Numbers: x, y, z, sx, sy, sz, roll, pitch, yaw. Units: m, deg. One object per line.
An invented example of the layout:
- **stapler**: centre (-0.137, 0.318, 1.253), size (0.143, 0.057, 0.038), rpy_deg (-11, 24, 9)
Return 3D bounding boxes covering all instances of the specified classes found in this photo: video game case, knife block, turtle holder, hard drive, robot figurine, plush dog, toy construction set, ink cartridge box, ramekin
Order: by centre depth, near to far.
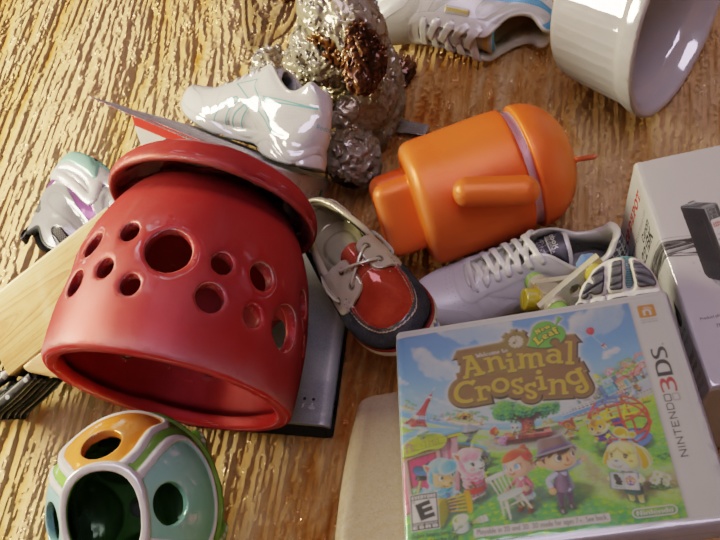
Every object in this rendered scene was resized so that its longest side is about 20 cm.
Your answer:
- **video game case**: centre (0.123, 0.099, 0.644), size (0.196, 0.022, 0.184), rpy_deg (-9, 44, 8)
- **turtle holder**: centre (-0.183, 0.205, 0.760), size (0.138, 0.132, 0.189), rpy_deg (14, 83, 5)
- **ink cartridge box**: centre (0.278, 0.024, 0.798), size (0.082, 0.145, 0.203), rpy_deg (-9, 60, 2)
- **toy construction set**: centre (0.115, 0.065, 0.808), size (0.196, 0.133, 0.093), rpy_deg (-12, 28, 10)
- **knife block**: centre (-0.294, 0.038, 0.875), size (0.172, 0.064, 0.204), rpy_deg (9, 85, 13)
- **robot figurine**: centre (0.109, -0.078, 0.884), size (0.196, 0.144, 0.118), rpy_deg (-20, 67, -1)
- **ink cartridge box**: centre (-0.136, -0.097, 0.894), size (0.159, 0.199, 0.051), rpy_deg (23, 99, 18)
- **hard drive**: centre (-0.079, 0.046, 0.897), size (0.136, 0.033, 0.204), rpy_deg (3, 61, 9)
- **ramekin**: centre (0.263, -0.258, 0.930), size (0.097, 0.202, 0.201), rpy_deg (28, 68, 29)
- **plush dog**: centre (-0.012, -0.206, 0.946), size (0.159, 0.173, 0.201), rpy_deg (-33, 61, -12)

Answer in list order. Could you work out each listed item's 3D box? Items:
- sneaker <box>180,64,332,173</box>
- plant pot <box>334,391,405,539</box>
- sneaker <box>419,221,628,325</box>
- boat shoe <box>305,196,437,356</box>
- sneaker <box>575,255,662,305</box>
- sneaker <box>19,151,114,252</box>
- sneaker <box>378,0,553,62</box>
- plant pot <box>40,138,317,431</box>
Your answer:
- **sneaker**: centre (-0.094, -0.154, 0.927), size (0.198, 0.070, 0.082), rpy_deg (24, 102, 38)
- **plant pot**: centre (0.080, 0.192, 0.715), size (0.195, 0.202, 0.179), rpy_deg (-10, 50, 2)
- **sneaker**: centre (0.135, 0.001, 0.863), size (0.196, 0.081, 0.078), rpy_deg (-12, 55, 2)
- **boat shoe**: centre (0.000, 0.000, 0.808), size (0.071, 0.063, 0.200), rpy_deg (-34, 33, -2)
- **sneaker**: centre (0.208, 0.080, 0.760), size (0.076, 0.204, 0.080), rpy_deg (-6, 23, 20)
- **sneaker**: centre (-0.239, -0.024, 0.937), size (0.197, 0.078, 0.142), rpy_deg (16, 66, 28)
- **sneaker**: centre (0.105, -0.262, 1.019), size (0.196, 0.077, 0.082), rpy_deg (-8, 62, 5)
- **plant pot**: centre (-0.130, 0.014, 0.782), size (0.196, 0.201, 0.186), rpy_deg (7, 65, 11)
